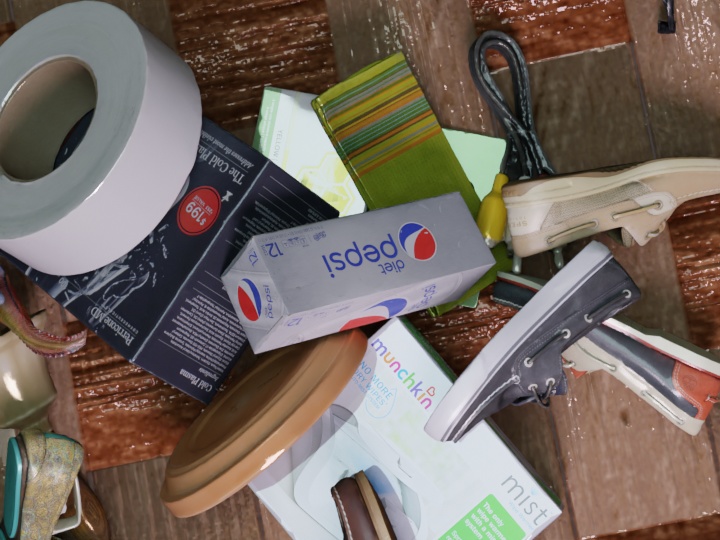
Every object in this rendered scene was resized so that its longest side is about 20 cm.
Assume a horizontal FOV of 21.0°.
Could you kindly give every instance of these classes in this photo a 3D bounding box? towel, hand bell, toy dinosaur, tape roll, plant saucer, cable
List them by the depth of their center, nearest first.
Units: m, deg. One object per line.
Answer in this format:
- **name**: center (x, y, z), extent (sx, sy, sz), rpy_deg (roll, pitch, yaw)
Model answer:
- **tape roll**: center (-0.218, -0.100, 1.466), extent (0.202, 0.071, 0.203), rpy_deg (-16, 59, 29)
- **plant saucer**: center (-0.078, 0.107, 1.479), extent (0.200, 0.200, 0.032), rpy_deg (-41, 102, 1)
- **toy dinosaur**: center (-0.315, 0.014, 1.536), extent (0.199, 0.182, 0.105), rpy_deg (28, 106, -11)
- **towel**: center (0.044, -0.069, 1.541), extent (0.086, 0.018, 0.201), rpy_deg (-31, 97, -13)
- **cable**: center (0.134, -0.095, 1.547), extent (0.097, 0.050, 0.201), rpy_deg (1, 83, -11)
- **hand bell**: center (-0.251, 0.143, 1.560), extent (0.104, 0.104, 0.201), rpy_deg (-28, 95, 3)

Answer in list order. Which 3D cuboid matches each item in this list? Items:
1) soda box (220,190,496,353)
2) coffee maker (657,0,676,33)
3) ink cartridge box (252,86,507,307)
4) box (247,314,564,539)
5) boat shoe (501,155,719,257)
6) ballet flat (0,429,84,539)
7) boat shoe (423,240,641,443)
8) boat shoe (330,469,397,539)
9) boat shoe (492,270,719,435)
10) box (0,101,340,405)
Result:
- **soda box**: center (0.000, 0.000, 1.445), extent (0.199, 0.063, 0.069), rpy_deg (-14, 69, -36)
- **coffee maker**: center (0.146, -0.280, 1.522), extent (0.199, 0.135, 0.193), rpy_deg (-4, 86, 6)
- **ink cartridge box**: center (0.007, -0.058, 1.562), extent (0.199, 0.048, 0.146), rpy_deg (11, 86, 9)
- **box**: center (0.032, 0.167, 1.517), extent (0.176, 0.097, 0.200), rpy_deg (-40, 82, 3)
- **boat shoe**: center (0.207, -0.051, 1.518), extent (0.199, 0.071, 0.065), rpy_deg (-9, 92, -13)
- **ballet flat**: center (-0.256, 0.209, 1.530), extent (0.070, 0.071, 0.201), rpy_deg (21, 122, 7)
- **boat shoe**: center (0.133, 0.066, 1.449), extent (0.066, 0.070, 0.200), rpy_deg (43, 71, 10)
- **boat shoe**: center (0.012, 0.251, 1.429), extent (0.070, 0.070, 0.201), rpy_deg (-21, 84, 1)
- **boat shoe**: center (0.189, 0.060, 1.524), extent (0.199, 0.071, 0.063), rpy_deg (26, 101, 10)
- **box**: center (-0.152, -0.030, 1.502), extent (0.200, 0.104, 0.183), rpy_deg (34, 90, 40)
